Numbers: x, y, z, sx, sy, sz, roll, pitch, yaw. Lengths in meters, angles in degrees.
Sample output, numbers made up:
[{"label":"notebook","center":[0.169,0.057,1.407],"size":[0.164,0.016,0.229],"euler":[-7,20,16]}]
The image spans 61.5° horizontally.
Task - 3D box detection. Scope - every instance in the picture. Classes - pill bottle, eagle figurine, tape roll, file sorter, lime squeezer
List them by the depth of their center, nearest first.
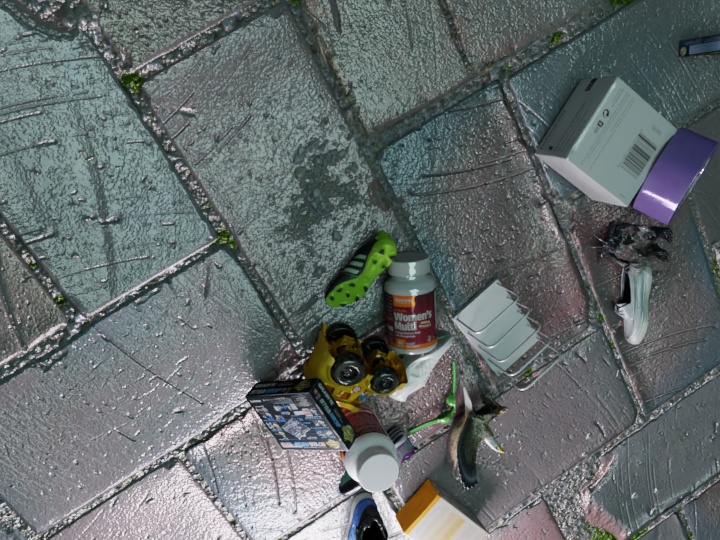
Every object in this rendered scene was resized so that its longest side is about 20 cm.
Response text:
[{"label":"pill bottle","center":[0.106,0.068,1.291],"size":[0.109,0.110,0.201],"euler":[-9,106,-14]},{"label":"pill bottle","center":[0.010,0.378,1.293],"size":[0.112,0.200,0.114],"euler":[-4,104,-15]},{"label":"tape roll","center":[0.697,-0.208,1.342],"size":[0.200,0.085,0.200],"euler":[-43,152,-29]},{"label":"file sorter","center":[0.334,0.147,1.369],"size":[0.139,0.125,0.200],"euler":[-41,110,-3]},{"label":"eagle figurine","center":[0.258,0.382,1.385],"size":[0.200,0.151,0.152],"euler":[-49,131,-5]},{"label":"lime squeezer","center":[0.194,0.312,1.424],"size":[0.070,0.038,0.200],"euler":[32,95,11]}]

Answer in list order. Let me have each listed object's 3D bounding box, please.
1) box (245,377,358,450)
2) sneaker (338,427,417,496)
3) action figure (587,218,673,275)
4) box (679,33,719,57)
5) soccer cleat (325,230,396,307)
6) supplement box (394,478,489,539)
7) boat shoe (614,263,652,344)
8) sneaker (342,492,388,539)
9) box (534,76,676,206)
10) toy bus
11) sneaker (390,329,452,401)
[{"label":"box","center":[-0.124,0.299,1.247],"size":[0.159,0.199,0.046],"euler":[59,43,-20]},{"label":"sneaker","center":[0.045,0.459,1.394],"size":[0.200,0.074,0.088],"euler":[-42,116,-3]},{"label":"action figure","center":[0.641,-0.060,1.418],"size":[0.199,0.102,0.119],"euler":[-3,116,-17]},{"label":"box","center":[0.840,-0.504,1.342],"size":[0.199,0.137,0.038],"euler":[-8,104,-14]},{"label":"soccer cleat","center":[0.000,0.000,1.270],"size":[0.067,0.081,0.200],"euler":[34,115,-29]},{"label":"supplement box","center":[0.199,0.620,1.476],"size":[0.200,0.074,0.126],"euler":[43,89,-21]},{"label":"boat shoe","center":[0.658,0.081,1.481],"size":[0.071,0.070,0.202],"euler":[1,100,-5]},{"label":"sneaker","center":[0.011,0.635,1.405],"size":[0.076,0.111,0.201],"euler":[6,102,-17]},{"label":"box","center":[0.528,-0.278,1.313],"size":[0.200,0.131,0.199],"euler":[30,94,-20]},{"label":"toy bus","center":[-0.027,0.237,1.293],"size":[0.199,0.136,0.192],"euler":[22,110,-22]},{"label":"sneaker","center":[0.132,0.213,1.365],"size":[0.200,0.070,0.080],"euler":[-42,126,0]}]
